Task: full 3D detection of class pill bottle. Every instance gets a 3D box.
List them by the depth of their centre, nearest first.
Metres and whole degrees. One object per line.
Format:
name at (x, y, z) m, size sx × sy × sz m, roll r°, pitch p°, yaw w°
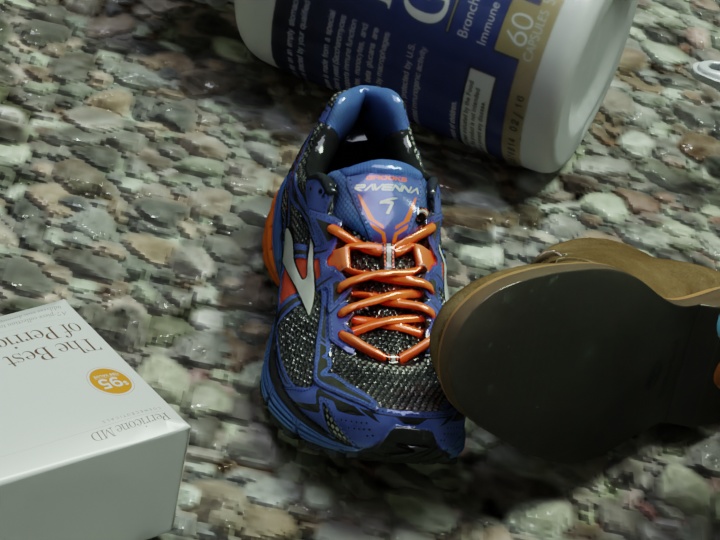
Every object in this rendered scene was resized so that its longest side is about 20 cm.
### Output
pill bottle at (0.014, -0.127, 1.167) m, size 0.199 × 0.112 × 0.111 m, roll 22°, pitch 34°, yaw 13°

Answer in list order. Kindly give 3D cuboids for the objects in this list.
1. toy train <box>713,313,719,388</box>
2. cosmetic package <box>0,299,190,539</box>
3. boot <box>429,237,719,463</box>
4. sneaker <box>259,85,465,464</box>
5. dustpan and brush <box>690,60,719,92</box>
toy train at (0.198, 0.041, 1.007) m, size 0.199 × 0.056 × 0.151 m, roll 32°, pitch 45°, yaw -27°
cosmetic package at (-0.159, 0.069, 0.866) m, size 0.199 × 0.051 × 0.083 m, roll -16°, pitch 44°, yaw -37°
boot at (0.078, 0.022, 0.997) m, size 0.075 × 0.074 × 0.199 m, roll 31°, pitch 18°, yaw 35°
sneaker at (0.000, 0.000, 1.002) m, size 0.075 × 0.079 × 0.201 m, roll 3°, pitch 34°, yaw -15°
dustpan and brush at (0.235, -0.046, 1.175) m, size 0.198 × 0.058 × 0.140 m, roll 13°, pitch 33°, yaw -2°
